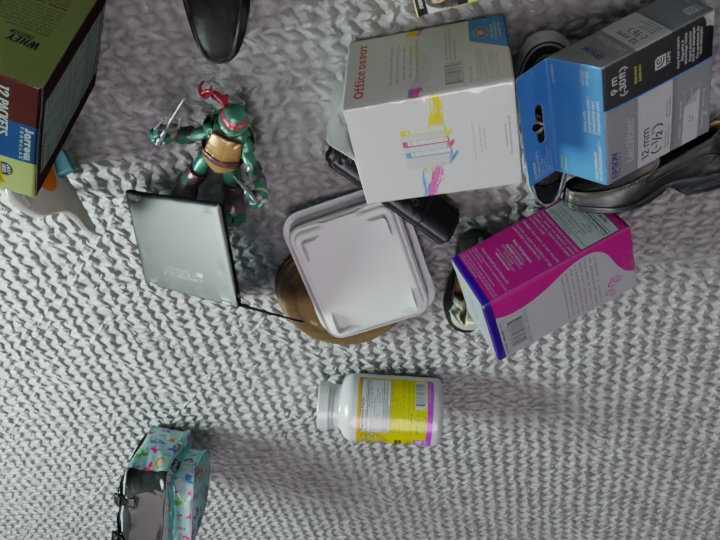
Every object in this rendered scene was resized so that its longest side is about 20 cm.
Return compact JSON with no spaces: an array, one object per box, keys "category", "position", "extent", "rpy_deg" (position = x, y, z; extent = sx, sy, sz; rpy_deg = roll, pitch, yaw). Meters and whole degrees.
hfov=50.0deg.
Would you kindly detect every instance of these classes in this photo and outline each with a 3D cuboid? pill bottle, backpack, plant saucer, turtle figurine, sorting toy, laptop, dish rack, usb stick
[{"category":"pill bottle","position":[0.031,0.218,1.218],"extent":[0.194,0.106,0.106],"rpy_deg":[3,135,2]},{"category":"backpack","position":[-0.335,0.369,1.328],"extent":[0.146,0.201,0.182],"rpy_deg":[5,109,-8]},{"category":"plant saucer","position":[-0.028,0.041,1.104],"extent":[0.194,0.030,0.203],"rpy_deg":[3,134,3]},{"category":"turtle figurine","position":[-0.163,-0.130,0.899],"extent":[0.148,0.102,0.201],"rpy_deg":[32,149,-1]},{"category":"sorting toy","position":[-0.397,-0.115,0.927],"extent":[0.197,0.108,0.181],"rpy_deg":[26,159,27]},{"category":"laptop","position":[-0.189,-0.016,1.008],"extent":[0.184,0.115,0.205],"rpy_deg":[10,118,36]},{"category":"dish rack","position":[0.000,0.000,1.016],"extent":[0.167,0.044,0.203],"rpy_deg":[-16,120,10]},{"category":"usb stick","position":[0.043,-0.101,0.945],"extent":[0.198,0.057,0.032],"rpy_deg":[33,164,-25]}]

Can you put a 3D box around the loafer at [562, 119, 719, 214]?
[{"category":"loafer","position":[0.328,-0.122,0.891],"extent":[0.195,0.074,0.073],"rpy_deg":[-16,126,4]}]

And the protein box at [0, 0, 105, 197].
[{"category":"protein box","position":[-0.380,-0.213,0.762],"extent":[0.194,0.203,0.136],"rpy_deg":[17,134,-12]}]

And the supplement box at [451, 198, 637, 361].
[{"category":"supplement box","position":[0.226,0.002,0.947],"extent":[0.196,0.104,0.102],"rpy_deg":[-26,131,-1]}]

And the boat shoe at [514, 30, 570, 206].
[{"category":"boat shoe","position":[0.207,-0.162,0.859],"extent":[0.070,0.069,0.203],"rpy_deg":[-2,134,6]}]

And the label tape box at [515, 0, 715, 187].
[{"category":"label tape box","position":[0.263,-0.171,0.794],"extent":[0.197,0.066,0.145],"rpy_deg":[-29,133,-8]}]

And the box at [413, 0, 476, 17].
[{"category":"box","position":[0.139,-0.309,0.734],"extent":[0.195,0.051,0.076],"rpy_deg":[-11,132,14]}]

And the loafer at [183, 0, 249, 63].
[{"category":"loafer","position":[-0.148,-0.288,0.751],"extent":[0.071,0.073,0.203],"rpy_deg":[2,135,1]}]

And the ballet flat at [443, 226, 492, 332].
[{"category":"ballet flat","position":[0.147,0.034,1.054],"extent":[0.066,0.069,0.203],"rpy_deg":[0,135,4]}]

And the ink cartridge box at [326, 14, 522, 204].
[{"category":"ink cartridge box","position":[0.067,-0.168,0.823],"extent":[0.194,0.131,0.127],"rpy_deg":[-7,134,12]}]
